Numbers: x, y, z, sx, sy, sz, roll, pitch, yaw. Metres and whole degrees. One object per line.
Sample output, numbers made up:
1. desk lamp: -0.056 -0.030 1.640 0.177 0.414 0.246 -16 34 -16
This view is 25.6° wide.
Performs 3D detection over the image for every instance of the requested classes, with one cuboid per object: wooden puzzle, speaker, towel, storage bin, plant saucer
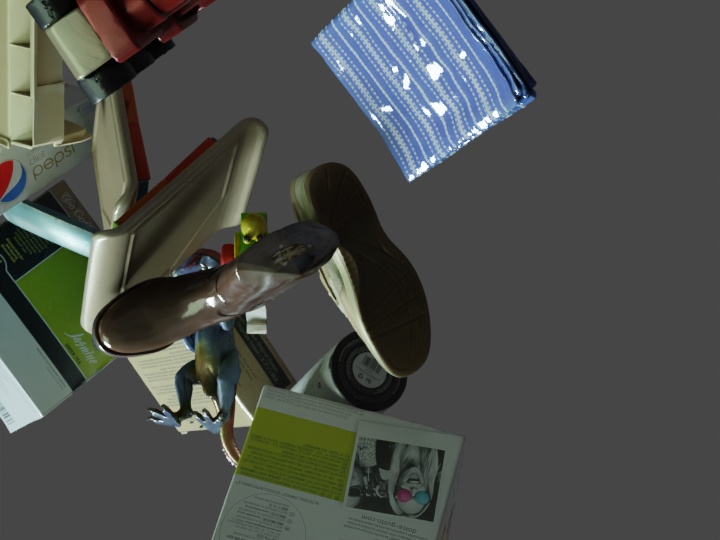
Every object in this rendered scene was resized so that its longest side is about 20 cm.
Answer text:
1. wooden puzzle: -0.231 -0.101 1.524 0.186 0.037 0.202 113 152 -58
2. speaker: -0.026 0.128 1.565 0.081 0.081 0.200 48 150 3
3. towel: 0.042 -0.155 1.211 0.145 0.024 0.200 53 151 -3
4. storage bin: -0.337 -0.238 1.503 0.197 0.093 0.202 24 118 38
5. plant saucer: -0.299 -0.036 1.692 0.198 0.028 0.200 23 179 1
6. wooden puzzle: -0.177 -0.043 1.457 0.037 0.200 0.186 43 150 12

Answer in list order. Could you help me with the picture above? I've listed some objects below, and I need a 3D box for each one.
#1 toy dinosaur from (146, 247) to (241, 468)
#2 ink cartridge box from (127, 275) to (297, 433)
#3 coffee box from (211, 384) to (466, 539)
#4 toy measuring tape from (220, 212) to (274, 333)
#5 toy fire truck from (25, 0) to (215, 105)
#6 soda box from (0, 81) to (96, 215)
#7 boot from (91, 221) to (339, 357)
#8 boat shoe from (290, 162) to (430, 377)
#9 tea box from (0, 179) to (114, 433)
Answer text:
1. toy dinosaur: -0.158 0.075 1.602 0.104 0.183 0.201 -4 140 25
2. ink cartridge box: -0.178 0.089 1.736 0.166 0.075 0.199 56 150 -13
3. coffee box: -0.022 0.256 1.493 0.198 0.200 0.200 14 153 8
4. toy measuring tape: -0.104 0.020 1.557 0.073 0.073 0.201 36 148 23
5. toy fire truck: -0.158 -0.252 1.285 0.199 0.176 0.129 -30 101 18
6. soda box: -0.356 -0.117 1.622 0.068 0.199 0.064 22 137 39
7. boot: -0.127 0.016 1.369 0.200 0.185 0.065 -22 91 66
8. boat shoe: 0.000 0.000 1.405 0.064 0.071 0.202 -11 105 62
9. tea box: -0.372 0.042 1.826 0.201 0.196 0.133 54 150 -6
